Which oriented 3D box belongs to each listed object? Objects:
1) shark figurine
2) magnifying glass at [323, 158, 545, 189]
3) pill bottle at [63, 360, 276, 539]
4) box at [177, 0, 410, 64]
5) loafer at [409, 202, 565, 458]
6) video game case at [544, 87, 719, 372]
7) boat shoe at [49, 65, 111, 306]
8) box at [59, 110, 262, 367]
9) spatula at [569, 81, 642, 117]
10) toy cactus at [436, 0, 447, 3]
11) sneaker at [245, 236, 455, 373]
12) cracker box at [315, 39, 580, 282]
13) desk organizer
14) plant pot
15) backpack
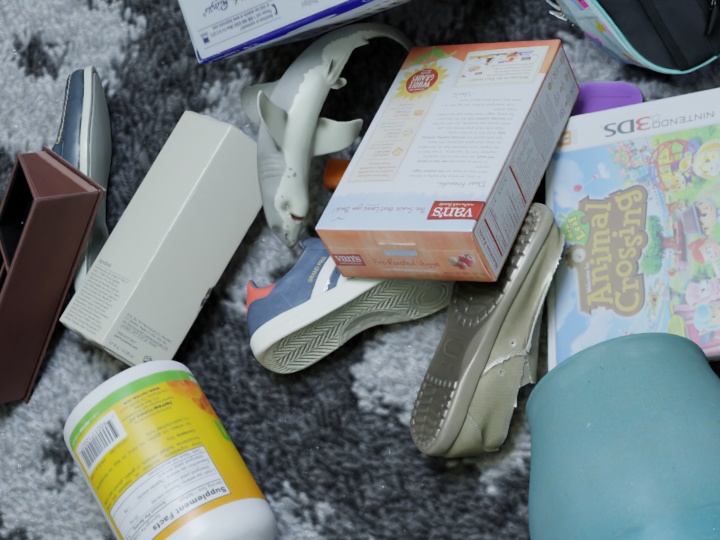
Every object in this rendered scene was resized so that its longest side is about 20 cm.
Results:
[{"bbox_3d":[-0.045,-0.142,1.358,0.089,0.128,0.215,12,62,39],"label":"shark figurine"},{"bbox_3d":[0.066,-0.064,1.376,0.198,0.022,0.080,9,76,18],"label":"magnifying glass"},{"bbox_3d":[-0.131,0.177,1.306,0.111,0.111,0.201,-35,66,4],"label":"pill bottle"},{"bbox_3d":[-0.018,-0.243,1.328,0.183,0.200,0.106,-16,96,32],"label":"box"},{"bbox_3d":[0.102,0.047,1.293,0.076,0.068,0.202,31,97,60],"label":"loafer"},{"bbox_3d":[0.220,-0.029,1.273,0.181,0.022,0.202,-9,70,29],"label":"video game case"},{"bbox_3d":[-0.240,-0.069,1.445,0.061,0.075,0.202,-2,84,11],"label":"boat shoe"},{"bbox_3d":[-0.149,-0.021,1.387,0.082,0.068,0.201,23,79,53],"label":"box"},{"bbox_3d":[0.179,-0.054,1.334,0.056,0.021,0.202,1,74,23],"label":"spatula"},{"bbox_3d":[0.092,-0.298,1.413,0.199,0.102,0.166,25,91,13],"label":"toy cactus"},{"bbox_3d":[0.000,0.000,1.348,0.198,0.075,0.085,-22,54,3],"label":"sneaker"},{"bbox_3d":[0.068,-0.083,1.306,0.133,0.058,0.201,2,48,33],"label":"cracker box"},{"bbox_3d":[-0.280,0.009,1.381,0.071,0.077,0.201,34,113,24],"label":"desk organizer"},{"bbox_3d":[0.198,0.154,1.176,0.198,0.200,0.189,-22,54,9],"label":"plant pot"},{"bbox_3d":[0.212,-0.251,1.308,0.176,0.153,0.200,-45,103,-7],"label":"backpack"}]
